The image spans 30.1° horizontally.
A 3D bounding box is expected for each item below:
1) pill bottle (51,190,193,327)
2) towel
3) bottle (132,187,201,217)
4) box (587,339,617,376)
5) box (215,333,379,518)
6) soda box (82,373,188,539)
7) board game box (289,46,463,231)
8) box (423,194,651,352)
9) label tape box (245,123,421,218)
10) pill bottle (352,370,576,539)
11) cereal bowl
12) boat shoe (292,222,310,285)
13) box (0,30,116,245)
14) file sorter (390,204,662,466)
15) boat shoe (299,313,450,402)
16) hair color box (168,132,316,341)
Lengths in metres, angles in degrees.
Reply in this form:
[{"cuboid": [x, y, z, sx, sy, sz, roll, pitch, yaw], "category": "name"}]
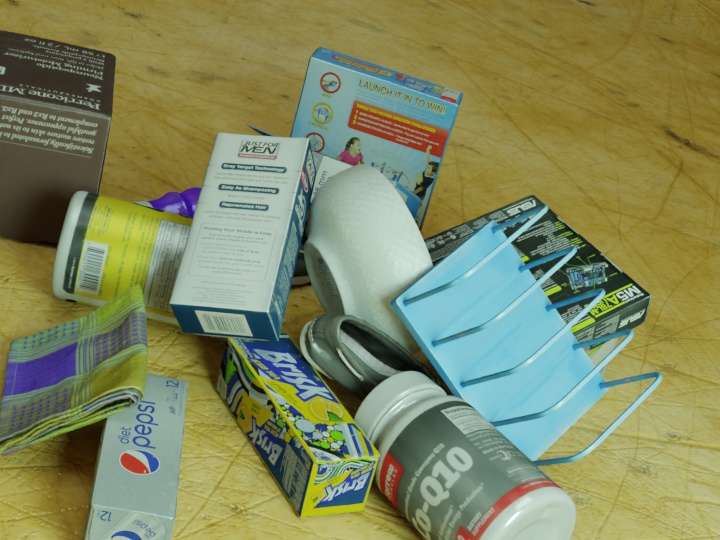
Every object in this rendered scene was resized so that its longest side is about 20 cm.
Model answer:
[{"cuboid": [-0.207, -0.005, 1.374, 0.198, 0.115, 0.115, 14, 26, -7], "category": "pill bottle"}, {"cuboid": [-0.254, 0.086, 1.182, 0.143, 0.023, 0.200, -22, 27, 4], "category": "towel"}, {"cuboid": [-0.174, -0.061, 1.560, 0.199, 0.066, 0.083, -6, 28, -39], "category": "bottle"}, {"cuboid": [0.197, 0.078, 1.468, 0.112, 0.102, 0.199, 30, 28, 26], "category": "box"}, {"cuboid": [-0.062, 0.138, 1.235, 0.070, 0.065, 0.200, -1, 31, -31], "category": "box"}, {"cuboid": [-0.185, 0.163, 1.110, 0.068, 0.064, 0.200, 11, 26, -10], "category": "soda box"}, {"cuboid": [0.010, -0.160, 1.721, 0.199, 0.197, 0.056, 19, 25, 3], "category": "board game box"}, {"cuboid": [0.162, 0.018, 1.380, 0.199, 0.048, 0.193, -23, 52, -28], "category": "box"}, {"cuboid": [-0.040, -0.101, 1.609, 0.199, 0.064, 0.144, 22, -1, 16], "category": "label tape box"}, {"cuboid": [0.084, 0.183, 1.177, 0.113, 0.115, 0.200, -5, 33, -38], "category": "pill bottle"}, {"cuboid": [0.000, 0.000, 1.336, 0.083, 0.201, 0.200, -23, 40, -16], "category": "cereal bowl"}, {"cuboid": [-0.046, -0.030, 1.580, 0.073, 0.062, 0.199, 30, 27, 33], "category": "boat shoe"}, {"cuboid": [-0.369, -0.151, 1.507, 0.165, 0.165, 0.200, 10, 26, -14], "category": "box"}, {"cuboid": [0.155, 0.060, 1.214, 0.139, 0.123, 0.201, -38, 95, -27], "category": "file sorter"}, {"cuboid": [0.030, 0.105, 1.283, 0.199, 0.057, 0.067, 35, 58, -25], "category": "boat shoe"}, {"cuboid": [-0.110, -0.035, 1.298, 0.099, 0.061, 0.201, 5, 59, 11], "category": "hair color box"}]
